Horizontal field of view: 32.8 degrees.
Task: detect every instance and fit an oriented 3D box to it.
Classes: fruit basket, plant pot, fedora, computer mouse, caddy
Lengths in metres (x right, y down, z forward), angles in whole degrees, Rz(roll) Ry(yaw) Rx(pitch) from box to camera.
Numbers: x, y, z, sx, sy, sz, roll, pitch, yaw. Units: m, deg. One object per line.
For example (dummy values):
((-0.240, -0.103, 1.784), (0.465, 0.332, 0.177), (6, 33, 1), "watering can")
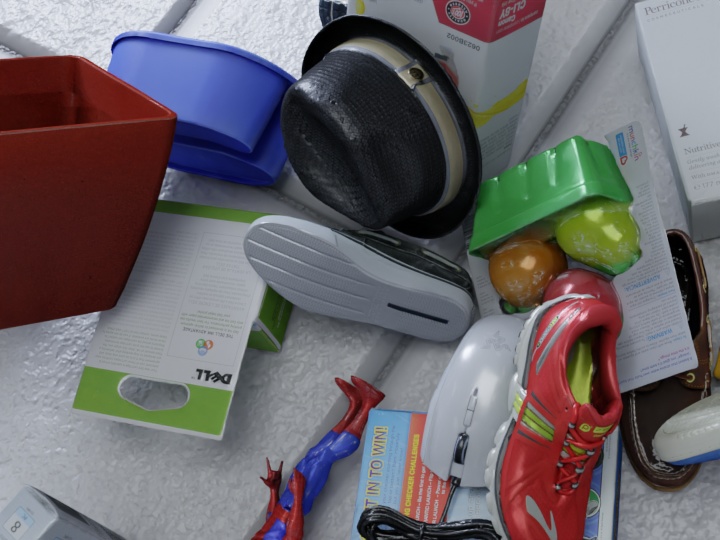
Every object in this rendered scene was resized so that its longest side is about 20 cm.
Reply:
((0.168, 0.007, 0.965), (0.185, 0.094, 0.201), (-27, 69, 39), "fruit basket")
((-0.283, -0.062, 1.000), (0.200, 0.177, 0.200), (-11, 29, -34), "plant pot")
((0.001, -0.103, 0.995), (0.200, 0.201, 0.092), (37, 48, 26), "fedora")
((0.078, 0.120, 0.907), (0.109, 0.044, 0.200), (13, 73, 21), "computer mouse")
((-0.141, -0.156, 1.112), (0.199, 0.141, 0.105), (13, 75, 20), "caddy")

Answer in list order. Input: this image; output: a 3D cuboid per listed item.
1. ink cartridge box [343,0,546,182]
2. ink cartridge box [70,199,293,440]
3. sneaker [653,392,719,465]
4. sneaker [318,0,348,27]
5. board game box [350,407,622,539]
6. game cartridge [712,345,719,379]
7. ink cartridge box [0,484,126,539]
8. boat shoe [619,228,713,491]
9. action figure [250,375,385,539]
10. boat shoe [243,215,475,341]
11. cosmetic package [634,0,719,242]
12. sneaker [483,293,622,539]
((0.064, -0.181, 1.026), (0.145, 0.200, 0.083), (30, 44, 26), "ink cartridge box")
((-0.145, 0.048, 1.054), (0.147, 0.076, 0.200), (8, 70, 18), "ink cartridge box")
((0.318, 0.133, 0.869), (0.199, 0.077, 0.111), (-19, 97, 5), "sneaker")
((0.058, -0.228, 1.140), (0.200, 0.078, 0.086), (19, 56, 18), "sneaker")
((0.092, 0.212, 0.922), (0.195, 0.056, 0.201), (2, 66, 16), "board game box")
((0.381, 0.023, 0.901), (0.200, 0.032, 0.177), (16, 102, 19), "game cartridge")
((-0.271, 0.272, 0.934), (0.047, 0.160, 0.200), (35, 78, 27), "ink cartridge box")
((0.235, 0.066, 0.945), (0.070, 0.070, 0.201), (0, 67, 10), "boat shoe")
((-0.050, 0.177, 0.975), (0.052, 0.065, 0.200), (33, 73, -19), "action figure")
((0.000, 0.000, 1.018), (0.200, 0.072, 0.071), (23, 33, -7), "boat shoe")
((0.303, -0.137, 1.014), (0.113, 0.081, 0.200), (-15, 64, 10), "cosmetic package")
((0.142, 0.114, 0.851), (0.077, 0.085, 0.201), (10, 81, -26), "sneaker")
